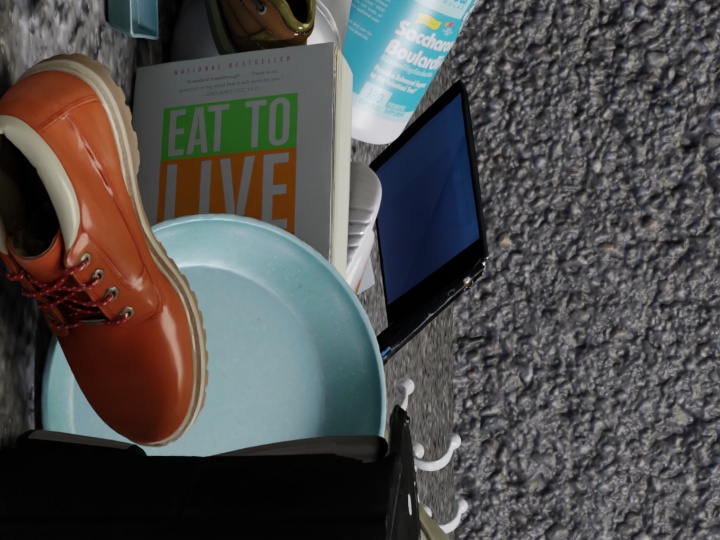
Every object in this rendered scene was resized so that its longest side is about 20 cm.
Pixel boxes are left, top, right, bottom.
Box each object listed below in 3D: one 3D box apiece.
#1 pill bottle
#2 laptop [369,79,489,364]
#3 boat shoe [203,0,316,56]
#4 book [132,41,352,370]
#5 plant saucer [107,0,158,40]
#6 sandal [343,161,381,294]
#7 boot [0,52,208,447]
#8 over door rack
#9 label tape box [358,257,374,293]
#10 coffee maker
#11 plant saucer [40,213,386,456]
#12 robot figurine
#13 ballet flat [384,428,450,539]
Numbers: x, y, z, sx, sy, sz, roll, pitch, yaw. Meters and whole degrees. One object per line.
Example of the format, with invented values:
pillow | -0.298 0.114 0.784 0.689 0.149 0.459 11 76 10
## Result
pill bottle | 0.025 -0.201 1.461 0.201 0.110 0.111 -60 -178 18
laptop | 0.000 0.000 1.282 0.103 0.200 0.177 49 -25 0
boat shoe | -0.073 -0.224 1.241 0.068 0.072 0.201 -31 -102 52
book | -0.075 -0.030 1.192 0.048 0.133 0.201 57 31 -65
plant saucer | -0.138 -0.238 1.186 0.070 0.019 0.201 -32 120 -81
sandal | -0.048 0.028 1.213 0.059 0.079 0.208 63 46 -62
boot | -0.135 0.005 0.962 0.107 0.075 0.201 -61 134 -68
over door rack | 0.004 0.140 1.515 0.067 0.199 0.148 -38 137 -32
label tape box | -0.035 -0.056 1.600 0.201 0.066 0.144 76 -2 -50
coffee maker | -0.078 0.140 0.914 0.192 0.199 0.136 -32 119 -81
plant saucer | -0.081 0.071 1.078 0.036 0.199 0.201 -9 -99 63
robot figurine | -0.065 -0.169 1.351 0.201 0.112 0.170 -82 155 -50
ballet flat | 0.012 0.165 1.279 0.070 0.069 0.200 80 -17 -47
